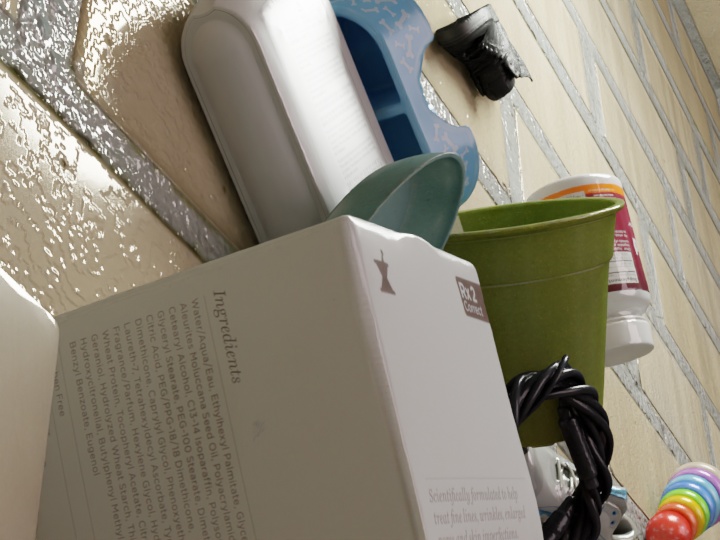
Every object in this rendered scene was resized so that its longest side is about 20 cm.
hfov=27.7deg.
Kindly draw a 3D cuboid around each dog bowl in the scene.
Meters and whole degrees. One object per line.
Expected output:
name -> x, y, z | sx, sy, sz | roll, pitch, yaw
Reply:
dog bowl -> 0.016, -0.126, 1.141 | 0.050, 0.111, 0.201 | -38, 110, -47

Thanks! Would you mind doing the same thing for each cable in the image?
cable -> 0.144, 0.165, 1.157 | 0.163, 0.051, 0.201 | 13, 96, -37

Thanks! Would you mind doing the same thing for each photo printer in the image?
photo printer -> -0.049, -0.117, 1.038 | 0.201, 0.069, 0.166 | 67, 24, -12

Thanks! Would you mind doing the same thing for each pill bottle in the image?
pill bottle -> 0.261, 0.002, 1.639 | 0.114, 0.114, 0.201 | 24, 52, -62

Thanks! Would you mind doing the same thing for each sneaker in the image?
sneaker -> 0.140, -0.235, 1.606 | 0.105, 0.060, 0.200 | 64, 19, -8
sneaker -> 0.204, 0.209, 1.383 | 0.200, 0.086, 0.075 | 49, 33, -43

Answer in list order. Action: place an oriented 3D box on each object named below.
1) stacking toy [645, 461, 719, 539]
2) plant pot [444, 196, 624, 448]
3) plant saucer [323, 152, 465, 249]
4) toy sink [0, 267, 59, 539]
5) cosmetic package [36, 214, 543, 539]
stacking toy -> 0.398, 0.299, 1.800 | 0.200, 0.085, 0.086 | -16, 88, -64
plant pot -> 0.135, 0.046, 1.241 | 0.200, 0.199, 0.191 | -24, 108, -68
plant saucer -> 0.000, 0.000, 0.980 | 0.036, 0.201, 0.200 | 33, 13, 18
toy sink -> -0.192, 0.075, 0.491 | 0.130, 0.112, 0.201 | 51, 25, -42
cosmetic package -> -0.040, 0.089, 0.725 | 0.165, 0.199, 0.166 | 15, 59, -64
